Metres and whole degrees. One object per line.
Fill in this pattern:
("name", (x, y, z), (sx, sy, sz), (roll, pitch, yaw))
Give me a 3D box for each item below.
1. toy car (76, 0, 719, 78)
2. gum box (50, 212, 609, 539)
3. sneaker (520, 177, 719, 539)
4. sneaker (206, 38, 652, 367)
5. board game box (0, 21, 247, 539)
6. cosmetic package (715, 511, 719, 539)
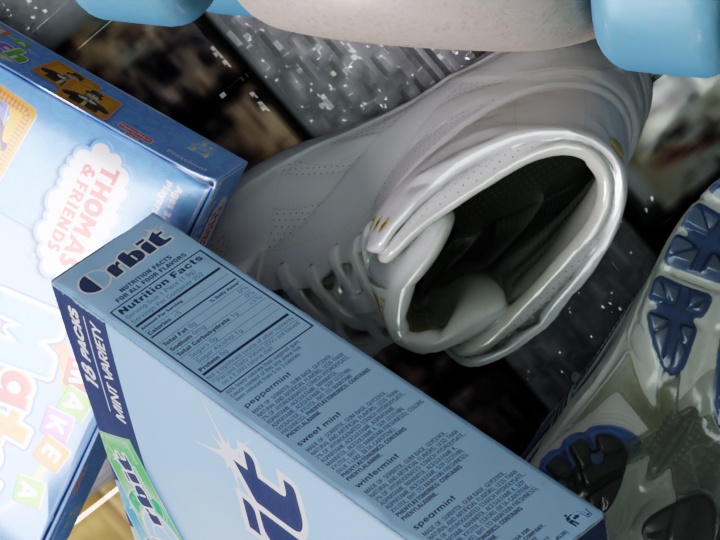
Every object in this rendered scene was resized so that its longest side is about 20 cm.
("toy car", (0.030, -0.163, 0.758), (0.184, 0.177, 0.201), (7, 98, 17))
("gum box", (0.000, 0.096, 0.799), (0.044, 0.200, 0.170), (-34, 134, -23))
("sneaker", (0.097, 0.037, 0.847), (0.077, 0.085, 0.200), (43, 76, -5))
("sneaker", (0.000, 0.000, 0.839), (0.200, 0.116, 0.074), (-36, 104, 20))
("board game box", (-0.156, -0.017, 0.877), (0.200, 0.037, 0.152), (30, 111, 8))
("cosmetic package", (0.162, 0.104, 0.809), (0.074, 0.200, 0.102), (-41, 100, 19))
